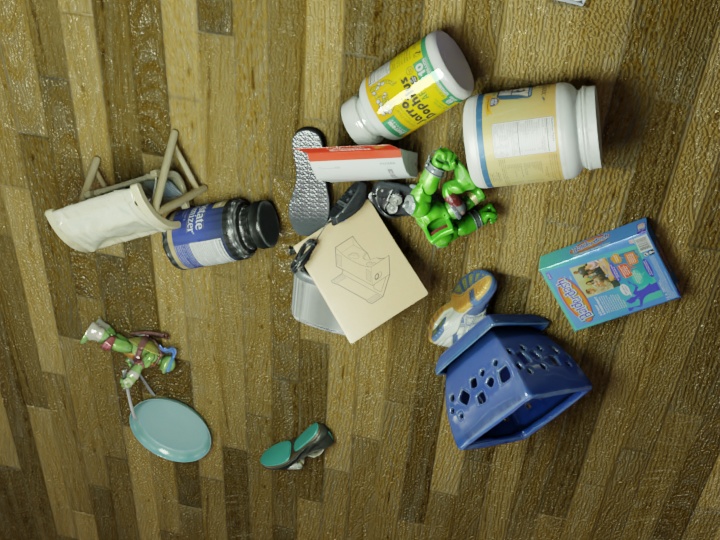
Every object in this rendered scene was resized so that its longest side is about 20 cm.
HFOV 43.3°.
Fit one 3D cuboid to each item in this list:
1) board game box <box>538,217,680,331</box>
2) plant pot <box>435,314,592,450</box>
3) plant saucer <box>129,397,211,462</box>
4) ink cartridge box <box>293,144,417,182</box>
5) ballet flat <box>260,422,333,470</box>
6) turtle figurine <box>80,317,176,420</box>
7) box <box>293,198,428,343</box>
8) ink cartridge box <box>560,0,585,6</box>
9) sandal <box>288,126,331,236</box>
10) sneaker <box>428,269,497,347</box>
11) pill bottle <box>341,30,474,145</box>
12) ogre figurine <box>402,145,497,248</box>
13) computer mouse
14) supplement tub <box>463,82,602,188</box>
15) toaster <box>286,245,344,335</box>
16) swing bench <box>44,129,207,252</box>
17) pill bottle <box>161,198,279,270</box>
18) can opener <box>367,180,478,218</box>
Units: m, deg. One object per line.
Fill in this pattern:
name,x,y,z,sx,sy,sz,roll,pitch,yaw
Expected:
board game box,0.432,0.011,1.578,0.198,0.045,0.153,-21,119,27
plant pot,0.263,0.192,1.645,0.198,0.182,0.200,2,144,-42
plant saucer,-0.434,0.362,2.087,0.197,0.028,0.203,8,128,10
ink cartridge box,-0.004,-0.172,1.470,0.160,0.200,0.058,-1,97,16
ballet flat,-0.137,0.406,2.016,0.199,0.069,0.068,-32,122,32
turtle figurine,-0.501,0.199,1.911,0.192,0.145,0.201,33,124,-6
box,0.000,0.000,1.598,0.162,0.021,0.202,-32,84,0
ink cartridge box,0.238,-0.447,1.221,0.197,0.044,0.198,14,163,1
sandal,-0.084,-0.156,1.600,0.075,0.043,0.203,9,117,7
sneaker,0.207,0.075,1.680,0.087,0.076,0.200,22,136,-17
pill bottle,0.069,-0.276,1.419,0.198,0.113,0.113,-27,116,30
ogre figurine,0.141,-0.109,1.485,0.119,0.200,0.099,-39,68,6
computer mouse,-0.051,-0.071,1.572,0.034,0.059,0.201,39,92,-22
supplement tub,0.266,-0.208,1.396,0.197,0.146,0.146,-5,125,18
toaster,-0.053,0.036,1.686,0.197,0.114,0.130,14,131,2
swing bench,-0.410,-0.124,1.606,0.196,0.201,0.131,-12,123,23
pill bottle,-0.254,-0.070,1.661,0.197,0.113,0.113,-9,123,21
can opener,0.110,-0.114,1.563,0.197,0.079,0.064,12,119,-5
